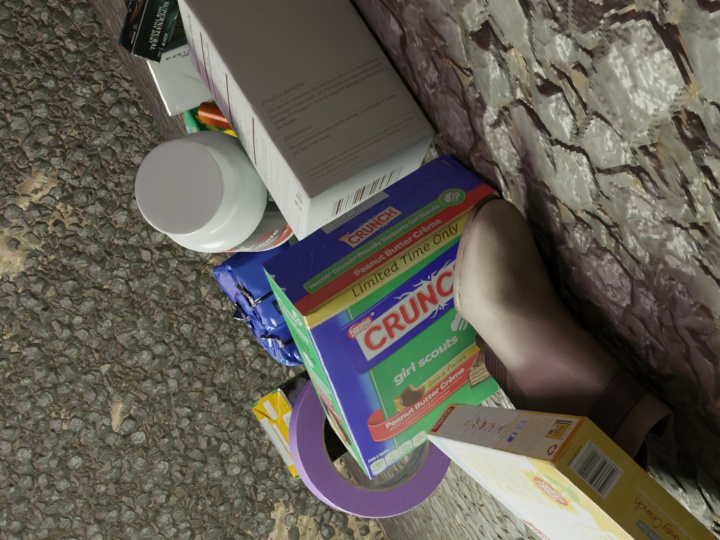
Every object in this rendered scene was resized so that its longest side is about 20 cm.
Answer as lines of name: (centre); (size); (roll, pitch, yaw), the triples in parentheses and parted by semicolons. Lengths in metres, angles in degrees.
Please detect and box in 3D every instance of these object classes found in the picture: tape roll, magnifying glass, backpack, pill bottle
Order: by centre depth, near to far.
pill bottle: (-0.130, -0.072, 0.752); (0.111, 0.111, 0.200); (59, -168, 5)
magnifying glass: (-0.076, -0.137, 0.783); (0.200, 0.022, 0.080); (17, 159, 23)
tape roll: (0.013, 0.202, 0.986); (0.200, 0.200, 0.066); (59, 163, 5)
backpack: (-0.112, 0.045, 1.190); (0.200, 0.162, 0.168); (56, -178, 1)

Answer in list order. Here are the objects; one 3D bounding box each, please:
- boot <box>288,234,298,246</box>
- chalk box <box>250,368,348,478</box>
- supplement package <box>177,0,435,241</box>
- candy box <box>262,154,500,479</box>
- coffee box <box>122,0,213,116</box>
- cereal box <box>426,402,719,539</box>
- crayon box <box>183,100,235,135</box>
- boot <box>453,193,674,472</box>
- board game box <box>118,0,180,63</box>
boot: (0.000, -0.001, 0.804); (0.200, 0.066, 0.165); (-28, 80, 61)
chalk box: (-0.026, 0.179, 1.104); (0.125, 0.200, 0.124); (58, 147, 5)
supplement package: (-0.048, -0.146, 0.651); (0.200, 0.117, 0.117); (59, 168, 9)
candy box: (0.036, 0.040, 0.614); (0.077, 0.169, 0.200); (42, 158, 46)
coffee box: (-0.200, -0.279, 0.906); (0.080, 0.114, 0.200); (77, 169, -49)
cereal box: (0.137, 0.149, 0.526); (0.144, 0.040, 0.200); (42, 165, -8)
crayon box: (-0.152, -0.177, 0.991); (0.058, 0.119, 0.200); (59, 167, 5)
boot: (0.137, 0.057, 0.521); (0.146, 0.070, 0.200); (40, 158, 42)
board game box: (-0.182, -0.260, 0.712); (0.135, 0.028, 0.200); (-70, 24, 11)
